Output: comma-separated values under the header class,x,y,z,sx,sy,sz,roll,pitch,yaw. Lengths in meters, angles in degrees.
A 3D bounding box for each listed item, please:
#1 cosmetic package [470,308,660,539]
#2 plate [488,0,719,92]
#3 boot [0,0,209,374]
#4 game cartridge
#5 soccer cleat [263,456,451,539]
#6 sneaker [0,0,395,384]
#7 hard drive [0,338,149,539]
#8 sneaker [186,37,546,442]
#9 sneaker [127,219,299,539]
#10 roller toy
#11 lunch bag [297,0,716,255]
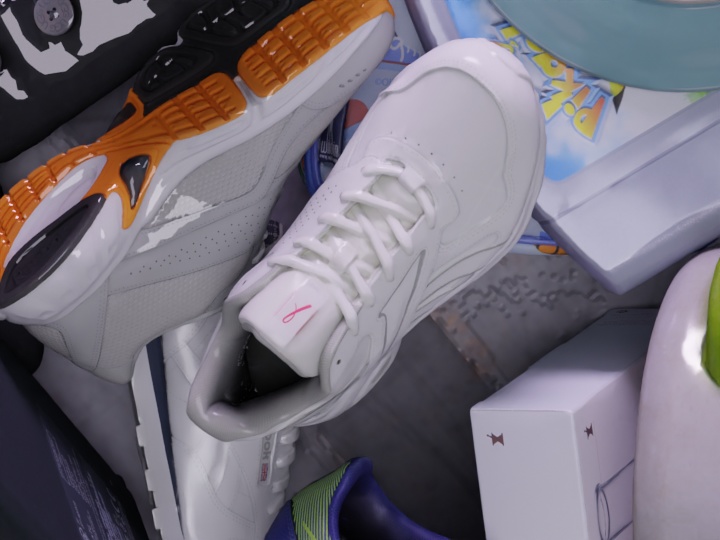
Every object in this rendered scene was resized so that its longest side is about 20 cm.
class,x,y,z,sx,sy,sz,roll,pitch,yaw
cosmetic package,0.110,0.132,0.954,0.051,0.151,0.202,0,105,31
plate,0.125,-0.170,0.865,0.198,0.026,0.202,0,91,-4
boot,-0.123,-0.069,0.943,0.200,0.066,0.165,-37,93,2
game cartridge,0.094,-0.100,0.894,0.133,0.040,0.201,-30,93,1
soccer cleat,0.042,0.158,0.876,0.200,0.065,0.084,44,113,14
sneaker,-0.059,-0.036,0.905,0.200,0.076,0.092,-39,132,6
hard drive,-0.129,0.086,0.869,0.033,0.140,0.200,-29,136,2
sneaker,0.000,0.000,0.863,0.078,0.099,0.201,38,119,8
sneaker,-0.058,0.077,0.979,0.080,0.076,0.202,-10,104,-9
roller toy,0.194,0.082,0.894,0.139,0.200,0.184,2,86,21
lunch bag,0.065,-0.090,0.946,0.198,0.076,0.162,6,98,-5
